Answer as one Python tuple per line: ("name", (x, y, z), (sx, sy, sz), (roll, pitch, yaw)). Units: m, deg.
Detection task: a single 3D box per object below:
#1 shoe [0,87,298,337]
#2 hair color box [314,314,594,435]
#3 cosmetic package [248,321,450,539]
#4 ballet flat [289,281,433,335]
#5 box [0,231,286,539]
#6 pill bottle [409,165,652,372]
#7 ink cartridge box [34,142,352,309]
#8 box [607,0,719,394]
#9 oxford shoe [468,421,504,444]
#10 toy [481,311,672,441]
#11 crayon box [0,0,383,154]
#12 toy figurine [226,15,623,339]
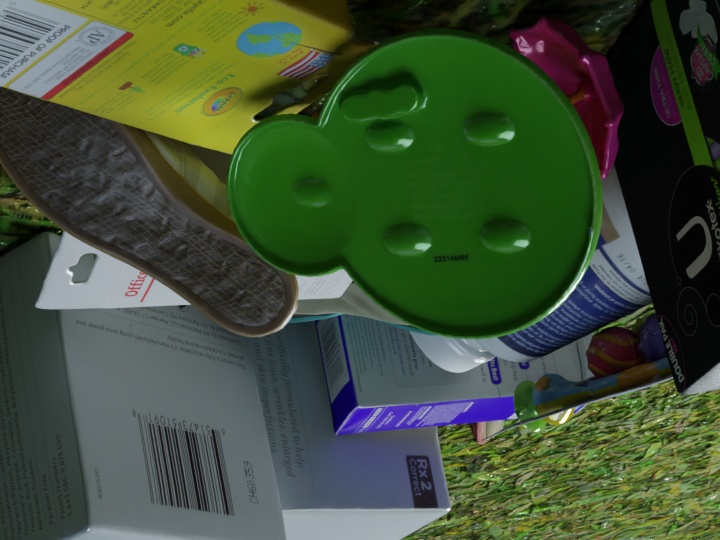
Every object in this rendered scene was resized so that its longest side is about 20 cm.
("shoe", (-0.115, -0.039, 0.862), (0.200, 0.053, 0.070), (41, 105, -14))
("hair color box", (0.071, 0.052, 1.194), (0.198, 0.111, 0.065), (-3, 157, -19))
("cosmetic package", (-0.060, 0.138, 1.260), (0.163, 0.167, 0.200), (4, 152, -32))
("ballet flat", (0.000, 0.000, 1.080), (0.199, 0.070, 0.069), (3, 173, 45))
("box", (-0.170, 0.106, 1.082), (0.130, 0.202, 0.198), (-26, 154, 28))
("pill bottle", (0.123, -0.007, 1.075), (0.110, 0.112, 0.199), (12, 148, -45))
("ink cartridge box", (-0.090, -0.032, 0.966), (0.198, 0.068, 0.117), (-2, 155, -24))
("box", (0.229, -0.057, 0.892), (0.123, 0.202, 0.149), (-5, 157, -19))
("oxford shoe", (0.121, 0.094, 1.373), (0.074, 0.071, 0.200), (-16, 159, -3))
("toy", (0.175, 0.058, 1.069), (0.114, 0.048, 0.199), (-16, 171, -45))
("crayon box", (-0.094, -0.121, 0.776), (0.126, 0.051, 0.199), (-28, 152, 34))
("toy figurine", (0.057, -0.066, 0.856), (0.198, 0.152, 0.184), (-3, -162, 28))
